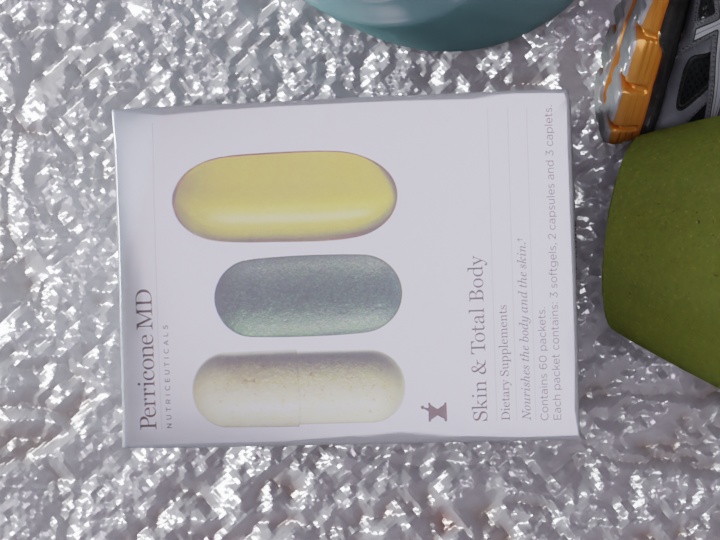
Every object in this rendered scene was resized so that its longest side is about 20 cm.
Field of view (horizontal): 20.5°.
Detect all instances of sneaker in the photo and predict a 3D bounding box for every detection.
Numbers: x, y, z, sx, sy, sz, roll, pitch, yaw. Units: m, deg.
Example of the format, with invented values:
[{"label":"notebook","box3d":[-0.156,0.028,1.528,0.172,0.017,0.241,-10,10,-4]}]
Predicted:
[{"label":"sneaker","box3d":[0.169,-0.144,0.920,0.077,0.078,0.201,12,126,-6]}]

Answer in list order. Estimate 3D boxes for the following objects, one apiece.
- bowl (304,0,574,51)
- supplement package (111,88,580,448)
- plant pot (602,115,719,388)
[{"label":"bowl","box3d":[0.020,-0.188,0.906,0.199,0.105,0.202,7,111,19]},{"label":"supplement package","box3d":[0.000,0.000,0.919,0.198,0.151,0.153,-2,91,6]},{"label":"plant pot","box3d":[0.217,-0.004,0.899,0.199,0.187,0.189,9,91,21]}]
